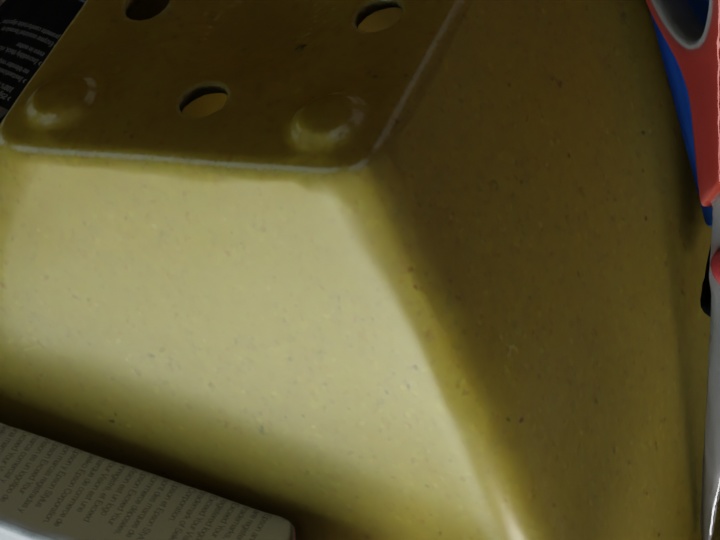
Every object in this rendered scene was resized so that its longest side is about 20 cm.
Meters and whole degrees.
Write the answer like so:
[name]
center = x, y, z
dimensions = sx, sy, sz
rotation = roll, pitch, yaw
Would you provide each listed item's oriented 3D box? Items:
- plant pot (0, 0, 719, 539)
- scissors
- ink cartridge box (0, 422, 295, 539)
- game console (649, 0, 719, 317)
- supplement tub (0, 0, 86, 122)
[plant pot]
center = 0.000, 0.000, 0.822
dimensions = 0.194, 0.196, 0.200
rotation = 5, 139, 29
[scissors]
center = 0.101, -0.010, 0.753
dimensions = 0.073, 0.014, 0.200
rotation = 15, 115, 52
[ink cartridge box]
center = -0.066, 0.133, 0.829
dimensions = 0.200, 0.043, 0.197
rotation = 18, 136, 16
[game console]
center = 0.180, -0.035, 0.735
dimensions = 0.170, 0.119, 0.200
rotation = 14, 174, -32
[supplement tub]
center = -0.123, -0.006, 1.026
dimensions = 0.122, 0.200, 0.123
rotation = 33, 159, 15
